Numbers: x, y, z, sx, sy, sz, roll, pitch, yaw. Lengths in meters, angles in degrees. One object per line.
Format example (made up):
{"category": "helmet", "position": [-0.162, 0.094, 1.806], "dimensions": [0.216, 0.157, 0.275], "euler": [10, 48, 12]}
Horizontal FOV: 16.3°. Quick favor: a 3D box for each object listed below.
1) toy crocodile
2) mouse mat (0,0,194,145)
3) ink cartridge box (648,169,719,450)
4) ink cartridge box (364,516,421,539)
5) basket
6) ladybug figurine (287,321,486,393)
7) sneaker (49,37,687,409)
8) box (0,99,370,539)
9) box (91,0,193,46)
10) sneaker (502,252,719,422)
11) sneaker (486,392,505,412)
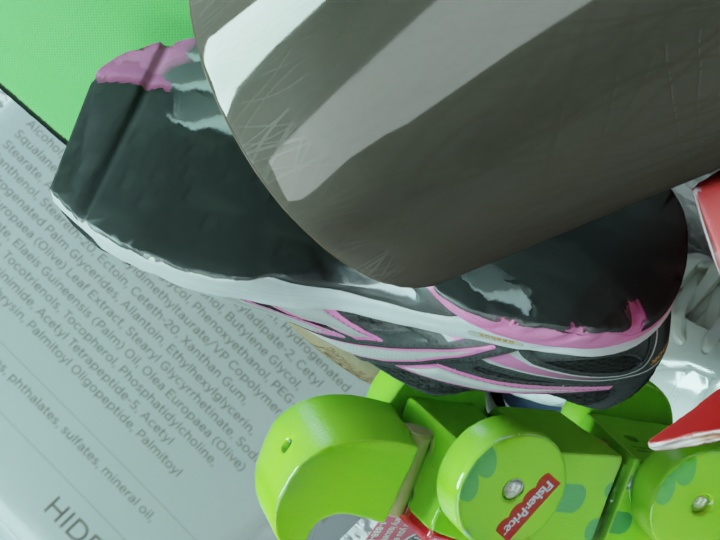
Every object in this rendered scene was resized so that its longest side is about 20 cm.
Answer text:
{"category": "toy crocodile", "position": [0.061, 0.068, 0.797], "dimensions": [0.199, 0.062, 0.067], "euler": [7, -161, -33]}
{"category": "mouse mat", "position": [-0.095, -0.099, 0.779], "dimensions": [0.161, 0.008, 0.200], "euler": [41, 153, -11]}
{"category": "ink cartridge box", "position": [0.166, -0.021, 0.626], "dimensions": [0.199, 0.116, 0.068], "euler": [-19, 95, 36]}
{"category": "ink cartridge box", "position": [0.109, 0.125, 0.915], "dimensions": [0.199, 0.146, 0.085], "euler": [2, 113, 21]}
{"category": "basket", "position": [0.069, -0.086, 0.591], "dimensions": [0.200, 0.137, 0.180], "euler": [-29, 143, 32]}
{"category": "ladybug figurine", "position": [0.005, -0.022, 0.875], "dimensions": [0.136, 0.072, 0.200], "euler": [36, -167, -21]}
{"category": "sneaker", "position": [0.000, 0.000, 0.746], "dimensions": [0.199, 0.081, 0.086], "euler": [20, 153, 21]}
{"category": "box", "position": [-0.099, 0.052, 1.027], "dimensions": [0.200, 0.171, 0.199], "euler": [44, 163, 10]}
{"category": "box", "position": [-0.018, -0.123, 0.771], "dimensions": [0.199, 0.102, 0.113], "euler": [29, 153, 14]}
{"category": "sneaker", "position": [0.109, 0.023, 0.904], "dimensions": [0.199, 0.076, 0.081], "euler": [1, 128, 47]}
{"category": "sneaker", "position": [0.105, 0.089, 1.016], "dimensions": [0.200, 0.071, 0.080], "euler": [29, 151, 15]}
